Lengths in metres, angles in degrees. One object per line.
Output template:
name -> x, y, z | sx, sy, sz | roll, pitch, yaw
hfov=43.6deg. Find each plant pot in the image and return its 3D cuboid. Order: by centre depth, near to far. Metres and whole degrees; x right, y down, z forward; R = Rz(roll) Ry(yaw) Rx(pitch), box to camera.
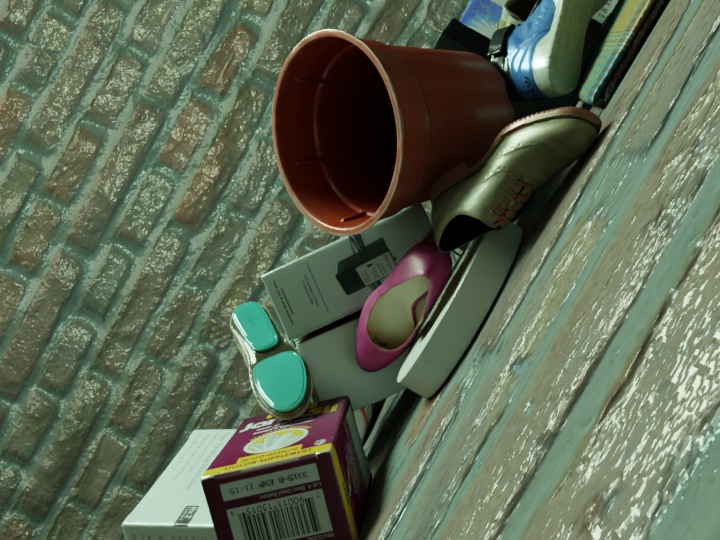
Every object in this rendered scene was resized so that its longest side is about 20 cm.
plant pot -> 0.045, -0.149, 0.941 | 0.195, 0.201, 0.201 | -13, -35, -39

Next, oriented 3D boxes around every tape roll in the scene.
tape roll -> 0.100, 0.036, 0.917 | 0.203, 0.037, 0.203 | -61, -1, -3

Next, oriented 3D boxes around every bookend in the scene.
bookend -> 0.177, -0.262, 1.098 | 0.199, 0.200, 0.092 | -62, -2, 34

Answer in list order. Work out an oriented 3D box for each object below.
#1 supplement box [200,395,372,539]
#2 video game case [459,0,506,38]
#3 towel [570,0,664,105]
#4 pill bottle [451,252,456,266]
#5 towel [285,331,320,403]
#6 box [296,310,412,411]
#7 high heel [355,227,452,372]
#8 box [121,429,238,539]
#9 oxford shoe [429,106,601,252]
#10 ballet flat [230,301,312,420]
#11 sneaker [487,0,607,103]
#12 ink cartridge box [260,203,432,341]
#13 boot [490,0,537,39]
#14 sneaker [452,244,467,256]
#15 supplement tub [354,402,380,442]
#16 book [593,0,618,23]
supplement box -> -0.067, 0.211, 0.916 | 0.200, 0.131, 0.103 | -58, -46, -83
video game case -> 0.208, -0.292, 1.302 | 0.200, 0.181, 0.045 | -61, -2, -5
towel -> 0.259, -0.232, 0.893 | 0.147, 0.022, 0.200 | -62, 0, 15
pill bottle -> 0.066, 0.036, 1.314 | 0.112, 0.111, 0.200 | -60, -2, -24
towel -> -0.057, 0.137, 1.169 | 0.193, 0.034, 0.200 | 58, -168, -54
box -> 0.007, 0.097, 1.106 | 0.124, 0.098, 0.200 | -24, 2, 4
high heel -> 0.037, 0.049, 0.922 | 0.200, 0.067, 0.096 | -55, 2, 32
box -> -0.161, 0.323, 1.074 | 0.199, 0.130, 0.200 | -57, -40, -63
oxford shoe -> 0.137, -0.074, 0.806 | 0.200, 0.070, 0.075 | -36, 41, 50
ballet flat -> -0.095, 0.113, 1.017 | 0.200, 0.068, 0.067 | -119, 14, -51
sneaker -> 0.198, -0.271, 0.981 | 0.111, 0.077, 0.200 | -2, 64, 50
ink cartridge box -> 0.000, 0.000, 1.051 | 0.200, 0.083, 0.147 | -24, -1, 4
boot -> 0.178, -0.299, 1.194 | 0.155, 0.199, 0.072 | 86, -172, -64
sneaker -> 0.170, -0.115, 1.217 | 0.200, 0.072, 0.083 | -69, 17, -11
supplement tub -> -0.036, 0.194, 1.444 | 0.140, 0.140, 0.200 | -61, -1, 34
book -> 0.332, -0.376, 1.217 | 0.200, 0.048, 0.134 | -63, 0, -1
